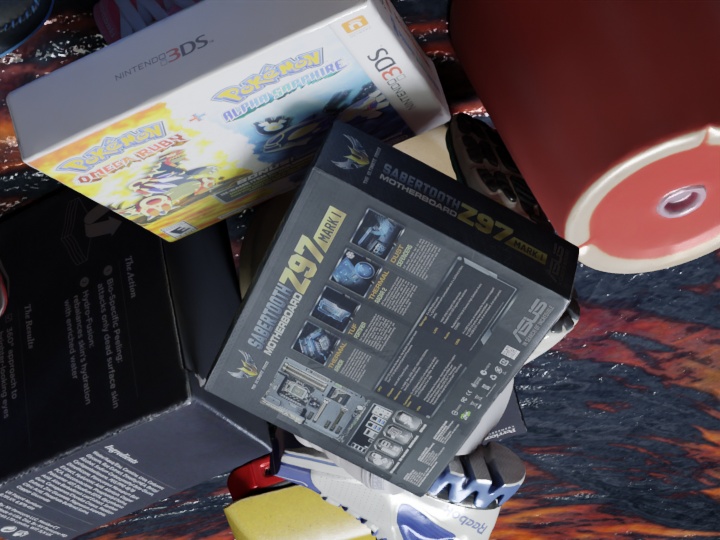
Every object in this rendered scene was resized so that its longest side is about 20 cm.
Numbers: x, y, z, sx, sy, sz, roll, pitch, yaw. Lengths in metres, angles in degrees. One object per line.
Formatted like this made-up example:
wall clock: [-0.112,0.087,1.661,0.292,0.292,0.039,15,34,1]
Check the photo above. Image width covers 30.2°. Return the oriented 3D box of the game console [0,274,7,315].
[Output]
game console: [-0.340,-0.025,0.798,0.197,0.120,0.173,-17,157,3]

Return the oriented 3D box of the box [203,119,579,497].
box: [0.012,0.030,0.776,0.156,0.051,0.201,26,131,-4]

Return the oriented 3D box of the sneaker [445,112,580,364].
sneaker: [0.078,-0.022,0.864,0.077,0.202,0.080,24,132,-30]

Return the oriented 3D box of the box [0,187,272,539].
box: [-0.185,0.058,0.921,0.198,0.199,0.117,-24,147,15]

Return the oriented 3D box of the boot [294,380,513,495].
boot: [0.035,0.099,1.004,0.199,0.095,0.075,-16,126,-56]

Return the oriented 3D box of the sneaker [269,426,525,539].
sneaker: [0.022,0.187,1.041,0.196,0.081,0.117,11,110,-5]

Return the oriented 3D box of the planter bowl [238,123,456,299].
planter bowl: [0.000,0.000,0.942,0.133,0.203,0.199,-4,160,40]

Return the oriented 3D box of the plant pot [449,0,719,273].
plant pot: [0.169,-0.110,0.829,0.197,0.179,0.201,-11,149,-7]

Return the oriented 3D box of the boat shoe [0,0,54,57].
boat shoe: [-0.260,-0.130,0.697,0.197,0.085,0.069,-16,177,-2]

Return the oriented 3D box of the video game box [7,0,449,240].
video game box: [-0.063,-0.091,0.744,0.198,0.047,0.182,-23,160,12]

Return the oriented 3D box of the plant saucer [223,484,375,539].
plant saucer: [-0.009,0.231,1.163,0.197,0.049,0.201,-14,153,-5]

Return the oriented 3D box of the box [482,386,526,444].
box: [0.027,0.087,1.142,0.197,0.105,0.183,-17,148,4]

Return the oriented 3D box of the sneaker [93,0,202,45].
sneaker: [-0.090,-0.158,0.742,0.103,0.076,0.201,-6,151,-24]

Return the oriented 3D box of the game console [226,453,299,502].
game console: [-0.001,0.177,1.151,0.198,0.031,0.177,-20,153,9]
